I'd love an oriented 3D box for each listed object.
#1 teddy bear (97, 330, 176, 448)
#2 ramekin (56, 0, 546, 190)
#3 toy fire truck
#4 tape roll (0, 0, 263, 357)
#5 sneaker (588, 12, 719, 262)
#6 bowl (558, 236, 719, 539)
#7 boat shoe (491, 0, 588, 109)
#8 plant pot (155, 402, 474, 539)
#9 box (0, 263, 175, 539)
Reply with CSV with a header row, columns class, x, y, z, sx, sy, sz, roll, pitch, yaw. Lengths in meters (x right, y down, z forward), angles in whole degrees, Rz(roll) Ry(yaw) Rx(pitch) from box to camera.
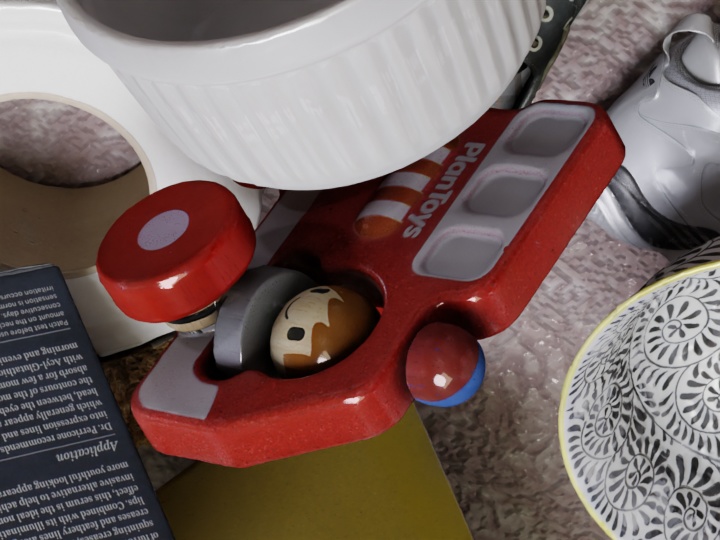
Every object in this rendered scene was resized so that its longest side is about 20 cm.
class,x,y,z,sx,sy,sz,roll,pitch,yaw
teddy bear,-0.083,0.058,1.303,0.199,0.145,0.067,-22,103,13
ramekin,-0.018,-0.125,1.108,0.199,0.201,0.105,-13,135,15
toy fire truck,0.000,0.000,1.135,0.168,0.200,0.112,5,138,41
tape roll,-0.141,-0.057,1.250,0.202,0.071,0.203,2,129,2
sneaker,0.201,-0.042,1.233,0.199,0.075,0.115,23,130,-10
bowl,0.192,0.048,1.199,0.200,0.094,0.201,7,128,9
boat shoe,0.063,-0.106,1.203,0.068,0.057,0.200,17,129,-9
plant pot,-0.026,0.196,1.336,0.176,0.200,0.200,-17,129,-5
box,-0.169,0.123,1.215,0.107,0.200,0.148,-11,158,-36
